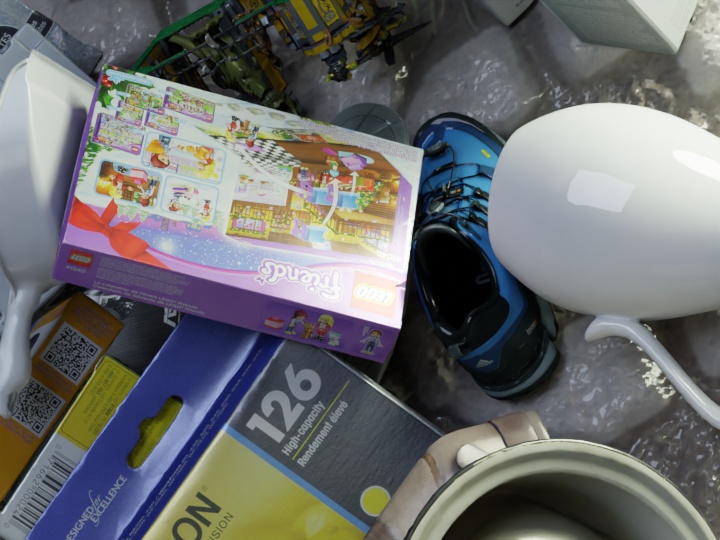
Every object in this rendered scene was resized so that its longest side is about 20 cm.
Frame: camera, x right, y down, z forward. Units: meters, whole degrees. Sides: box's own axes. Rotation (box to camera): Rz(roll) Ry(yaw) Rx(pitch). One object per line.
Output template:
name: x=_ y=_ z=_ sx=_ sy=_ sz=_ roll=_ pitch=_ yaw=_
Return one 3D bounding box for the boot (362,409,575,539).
boot: x=0.093 y=0.180 z=1.440 sx=0.146 sy=0.070 sz=0.200 roll=-34 pitch=87 yaw=-17

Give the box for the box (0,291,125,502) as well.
box: x=-0.226 y=0.109 z=1.596 sx=0.200 sy=0.041 sz=0.119 roll=-54 pitch=10 yaw=-20

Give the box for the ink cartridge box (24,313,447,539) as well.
ink cartridge box: x=-0.060 y=0.137 z=1.516 sx=0.200 sy=0.047 sz=0.198 roll=35 pitch=88 yaw=-2

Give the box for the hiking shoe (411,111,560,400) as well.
hiking shoe: x=0.066 y=-0.023 z=1.559 sx=0.074 sy=0.087 sz=0.200 roll=-29 pitch=53 yaw=19

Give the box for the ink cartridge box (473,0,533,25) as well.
ink cartridge box: x=0.031 y=-0.261 z=1.634 sx=0.086 sy=0.200 sz=0.146 roll=-50 pitch=49 yaw=2

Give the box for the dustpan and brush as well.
dustpan and brush: x=-0.188 y=-0.013 z=1.540 sx=0.057 sy=0.140 sz=0.200 roll=-7 pitch=75 yaw=20

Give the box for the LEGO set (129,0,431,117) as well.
LEGO set: x=-0.053 y=-0.116 z=1.661 sx=0.200 sy=0.116 sz=0.154 roll=-29 pitch=16 yaw=13

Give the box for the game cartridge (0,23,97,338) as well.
game cartridge: x=-0.234 y=-0.044 z=1.700 sx=0.133 sy=0.040 sz=0.200 roll=41 pitch=84 yaw=0

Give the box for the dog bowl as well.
dog bowl: x=0.097 y=0.192 z=1.369 sx=0.074 sy=0.200 sz=0.200 roll=146 pitch=141 yaw=-66

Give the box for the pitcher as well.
pitcher: x=0.171 y=-0.003 z=1.465 sx=0.200 sy=0.121 sz=0.172 roll=11 pitch=81 yaw=26

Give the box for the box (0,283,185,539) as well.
box: x=-0.165 y=0.096 z=1.683 sx=0.158 sy=0.048 sz=0.200 roll=-13 pitch=60 yaw=29

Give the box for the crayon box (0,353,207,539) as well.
crayon box: x=-0.103 y=0.156 z=1.560 sx=0.200 sy=0.051 sz=0.127 roll=34 pitch=86 yaw=1

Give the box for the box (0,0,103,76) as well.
box: x=-0.278 y=-0.090 z=1.781 sx=0.200 sy=0.115 sz=0.132 roll=-60 pitch=10 yaw=-5

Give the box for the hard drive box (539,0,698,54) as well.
hard drive box: x=0.141 y=-0.244 z=1.549 sx=0.077 sy=0.200 sz=0.156 roll=12 pitch=73 yaw=38

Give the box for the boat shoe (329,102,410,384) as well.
boat shoe: x=-0.001 y=-0.001 z=1.620 sx=0.074 sy=0.065 sz=0.202 roll=1 pitch=72 yaw=14

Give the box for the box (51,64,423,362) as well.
box: x=-0.069 y=-0.034 z=1.517 sx=0.039 sy=0.200 sz=0.137 roll=115 pitch=167 yaw=-51
